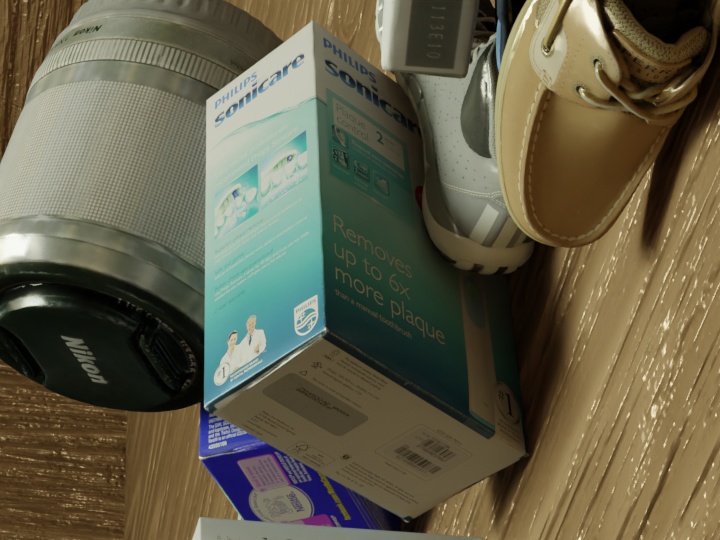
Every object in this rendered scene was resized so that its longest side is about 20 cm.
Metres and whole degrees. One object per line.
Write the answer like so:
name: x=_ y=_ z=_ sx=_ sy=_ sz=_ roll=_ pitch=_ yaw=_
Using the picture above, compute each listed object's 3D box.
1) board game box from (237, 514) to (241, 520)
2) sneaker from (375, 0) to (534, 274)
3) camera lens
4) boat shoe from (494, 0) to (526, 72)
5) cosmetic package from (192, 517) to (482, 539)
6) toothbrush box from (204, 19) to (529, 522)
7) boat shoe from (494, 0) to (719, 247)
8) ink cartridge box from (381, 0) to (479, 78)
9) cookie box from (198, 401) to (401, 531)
board game box: x=-0.067 y=0.235 z=1.488 sx=0.135 sy=0.044 sz=0.202 roll=123 pitch=151 yaw=-67
sneaker: x=0.066 y=-0.108 z=0.936 sx=0.116 sy=0.074 sz=0.201 roll=118 pitch=145 yaw=-52
camera lens: x=-0.122 y=-0.035 z=1.052 sx=0.160 sy=0.159 sz=0.201 roll=114 pitch=173 yaw=-59
boat shoe: x=0.095 y=-0.147 z=0.778 sx=0.201 sy=0.083 sz=0.069 roll=88 pitch=-162 yaw=-49
cosmetic package: x=-0.011 y=0.224 z=0.927 sx=0.052 sy=0.149 sz=0.201 roll=113 pitch=159 yaw=-53
toothbrush box: x=0.000 y=0.000 z=0.954 sx=0.085 sy=0.146 sz=0.201 roll=-33 pitch=42 yaw=30
boat shoe: x=0.099 y=-0.089 z=0.722 sx=0.065 sy=0.071 sz=0.201 roll=-101 pitch=21 yaw=-59
ink cartridge box: x=0.038 y=-0.215 z=0.830 sx=0.201 sy=0.043 sz=0.175 roll=96 pitch=179 yaw=-50
cookie box: x=-0.035 y=0.066 z=1.154 sx=0.172 sy=0.075 sz=0.201 roll=63 pitch=-161 yaw=-48
